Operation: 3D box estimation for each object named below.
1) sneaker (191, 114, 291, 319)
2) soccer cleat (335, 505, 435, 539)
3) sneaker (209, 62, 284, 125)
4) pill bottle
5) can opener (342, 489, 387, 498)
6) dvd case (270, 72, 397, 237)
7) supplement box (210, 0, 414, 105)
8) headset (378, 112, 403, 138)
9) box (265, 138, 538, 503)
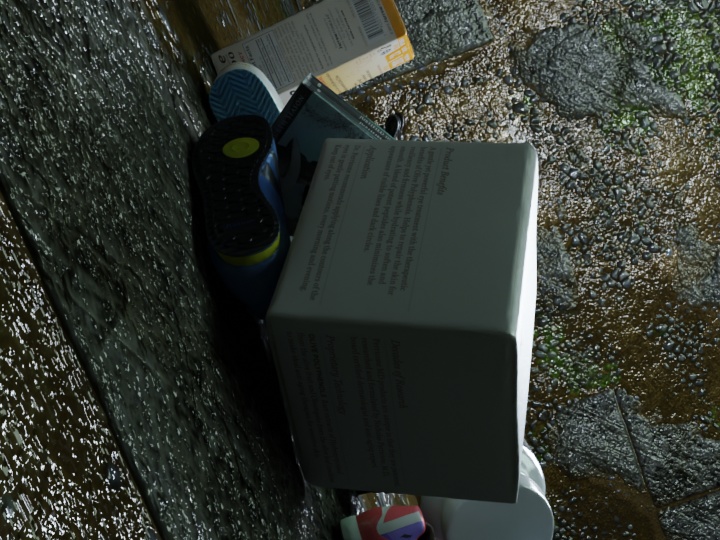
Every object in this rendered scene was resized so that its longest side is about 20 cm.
[{"bbox_3d":[-0.089,-0.045,0.825,0.201,0.066,0.079,-103,-178,-48],"label":"sneaker"},{"bbox_3d":[0.038,0.249,0.928,0.200,0.073,0.069,60,10,-61],"label":"soccer cleat"},{"bbox_3d":[-0.082,-0.107,1.030,0.081,0.076,0.201,-97,167,-68],"label":"sneaker"},{"bbox_3d":[0.103,0.186,0.978,0.200,0.116,0.117,-112,179,-70],"label":"pill bottle"},{"bbox_3d":[0.015,0.184,1.018,0.064,0.078,0.200,63,-5,12],"label":"can opener"},{"bbox_3d":[-0.001,-0.057,0.913,0.200,0.146,0.022,38,42,-5],"label":"dvd case"},{"bbox_3d":[-0.048,-0.230,1.150,0.126,0.199,0.074,1,65,-83],"label":"supplement box"},{"bbox_3d":[0.022,-0.108,1.102,0.200,0.123,0.094,-71,180,-74],"label":"headset"},{"bbox_3d":[0.045,0.035,0.810,0.200,0.170,0.201,-75,163,-44],"label":"box"}]
